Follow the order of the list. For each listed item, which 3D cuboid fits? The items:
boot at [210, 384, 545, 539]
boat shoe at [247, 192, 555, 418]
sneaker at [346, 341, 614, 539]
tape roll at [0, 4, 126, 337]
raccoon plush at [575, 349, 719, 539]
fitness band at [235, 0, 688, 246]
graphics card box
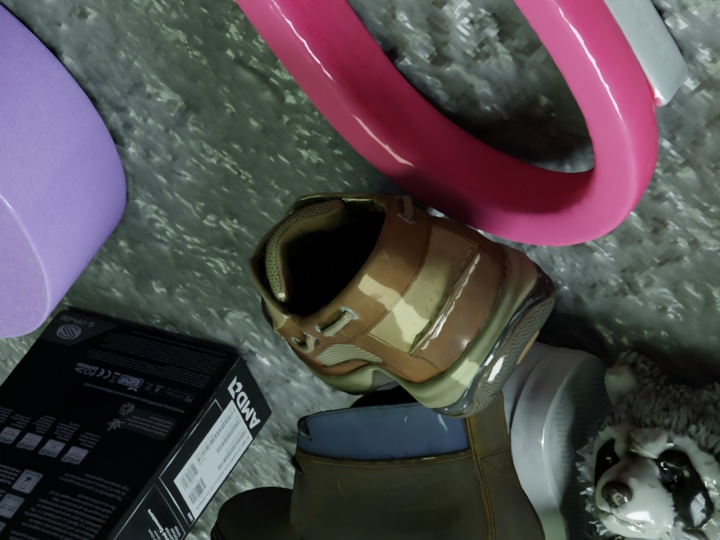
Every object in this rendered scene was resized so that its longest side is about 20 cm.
[{"bbox_3d":[0.003,0.084,0.803,0.200,0.075,0.097,5,106,50],"label":"boot"},{"bbox_3d":[0.000,0.000,0.727,0.074,0.076,0.200,33,170,-18],"label":"boat shoe"},{"bbox_3d":[0.053,0.093,0.863,0.115,0.074,0.200,19,139,30],"label":"sneaker"},{"bbox_3d":[-0.205,-0.059,0.897,0.200,0.066,0.200,25,150,15],"label":"tape roll"},{"bbox_3d":[0.133,0.105,0.816,0.097,0.134,0.200,11,179,16],"label":"raccoon plush"},{"bbox_3d":[0.022,-0.086,0.651,0.144,0.037,0.200,-1,135,47],"label":"fitness band"},{"bbox_3d":[-0.147,0.114,0.957,0.125,0.200,0.051,11,143,34],"label":"graphics card box"}]
